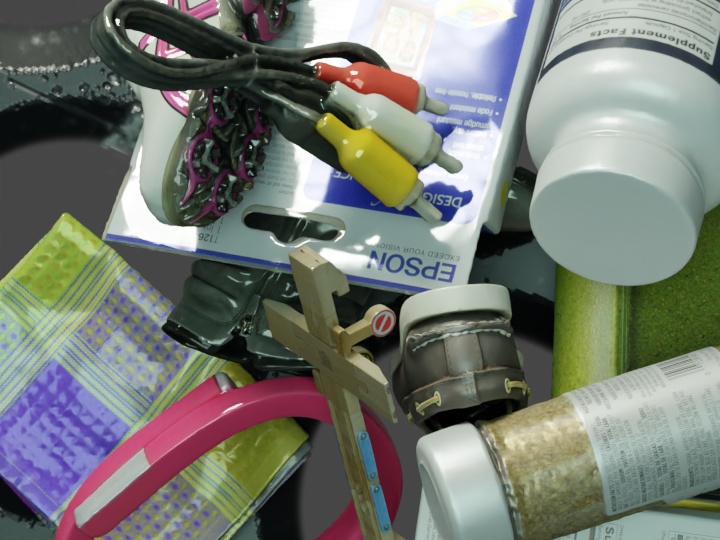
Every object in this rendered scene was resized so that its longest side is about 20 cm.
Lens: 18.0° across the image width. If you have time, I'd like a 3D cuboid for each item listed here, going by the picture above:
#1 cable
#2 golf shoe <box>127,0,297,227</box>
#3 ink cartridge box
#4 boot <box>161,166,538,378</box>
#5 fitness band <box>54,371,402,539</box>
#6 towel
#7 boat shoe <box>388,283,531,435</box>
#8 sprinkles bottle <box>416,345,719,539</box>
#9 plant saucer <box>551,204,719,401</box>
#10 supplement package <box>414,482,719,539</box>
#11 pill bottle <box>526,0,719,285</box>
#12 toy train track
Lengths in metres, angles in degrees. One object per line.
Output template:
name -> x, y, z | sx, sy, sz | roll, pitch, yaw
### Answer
cable -> -0.035, -0.098, 1.097 | 0.050, 0.200, 0.097 | -31, 42, 38
golf shoe -> -0.089, -0.103, 1.160 | 0.092, 0.073, 0.200 | -4, 53, 19
ink cartridge box -> -0.012, -0.081, 1.192 | 0.197, 0.047, 0.200 | 10, 69, 17
boot -> 0.000, 0.000, 1.217 | 0.199, 0.068, 0.131 | 5, 72, 13
fitness band -> -0.072, 0.135, 1.222 | 0.200, 0.037, 0.144 | -38, 123, 6
towel -> -0.138, 0.082, 1.268 | 0.200, 0.023, 0.144 | 45, 95, 4
boat shoe -> 0.053, 0.063, 1.158 | 0.072, 0.200, 0.060 | -8, 72, -1
sprinkles bottle -> 0.129, 0.082, 1.080 | 0.200, 0.068, 0.068 | -17, 88, -7
plant saucer -> 0.200, 0.011, 1.179 | 0.199, 0.048, 0.200 | 1, 64, 6
supplement package -> 0.127, 0.186, 1.177 | 0.199, 0.152, 0.151 | 7, 91, 6
pill bottle -> 0.145, -0.093, 1.148 | 0.111, 0.111, 0.200 | 15, 52, 5
toy train track -> 0.004, 0.073, 1.143 | 0.032, 0.115, 0.200 | -27, 123, -22
